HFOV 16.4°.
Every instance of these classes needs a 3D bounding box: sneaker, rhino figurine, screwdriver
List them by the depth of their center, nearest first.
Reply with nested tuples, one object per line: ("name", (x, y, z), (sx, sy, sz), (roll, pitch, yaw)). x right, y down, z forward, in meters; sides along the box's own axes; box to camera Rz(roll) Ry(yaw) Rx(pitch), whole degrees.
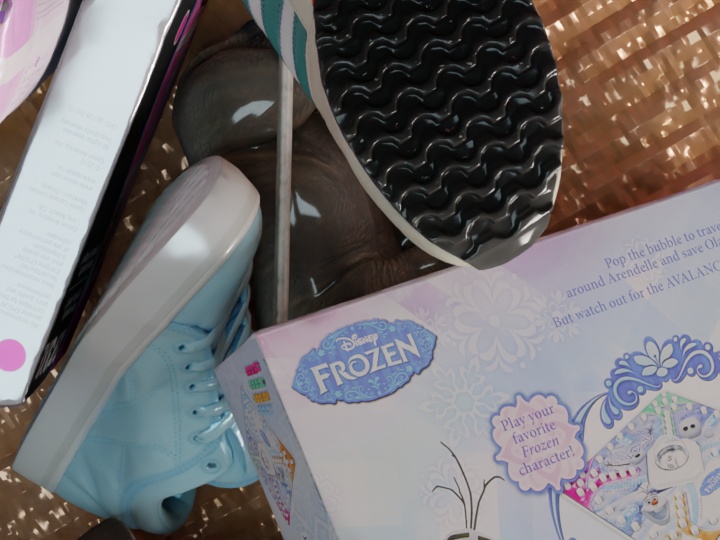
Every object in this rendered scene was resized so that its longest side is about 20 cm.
("sneaker", (0.000, -0.090, 0.771), (0.070, 0.093, 0.200), (-32, 84, -2))
("screwdriver", (-0.022, -0.069, 0.822), (0.029, 0.028, 0.201), (-17, 68, 40))
("sneaker", (-0.056, 0.032, 0.866), (0.082, 0.074, 0.200), (29, 148, -5))
("rhino figurine", (0.000, 0.000, 0.875), (0.087, 0.060, 0.200), (-21, 100, 12))

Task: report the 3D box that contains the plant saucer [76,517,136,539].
("plant saucer", (-0.094, 0.189, 0.884), (0.032, 0.200, 0.201), (-2, 110, -16))

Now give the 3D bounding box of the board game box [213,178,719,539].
("board game box", (0.080, 0.088, 0.802), (0.200, 0.043, 0.199), (-17, 80, -28))

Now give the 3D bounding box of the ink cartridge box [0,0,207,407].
("ink cartridge box", (-0.102, -0.018, 0.848), (0.037, 0.095, 0.200), (24, 98, -2))

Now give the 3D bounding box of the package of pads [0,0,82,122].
("package of pads", (-0.151, -0.097, 0.796), (0.120, 0.200, 0.076), (18, 106, 0))
